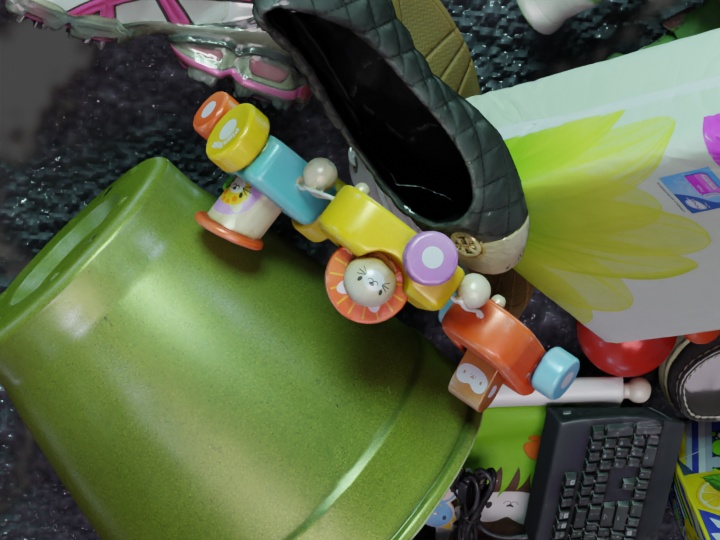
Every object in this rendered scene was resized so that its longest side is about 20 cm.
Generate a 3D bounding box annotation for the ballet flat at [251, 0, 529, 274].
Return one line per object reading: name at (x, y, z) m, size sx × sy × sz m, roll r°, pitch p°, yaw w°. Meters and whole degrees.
ballet flat at (0.009, -0.061, 0.753) m, size 0.066 × 0.057 × 0.200 m, roll -9°, pitch 135°, yaw 35°

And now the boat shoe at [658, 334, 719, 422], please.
boat shoe at (0.261, 0.043, 0.968) m, size 0.199 × 0.066 × 0.072 m, roll -14°, pitch 119°, yaw 0°

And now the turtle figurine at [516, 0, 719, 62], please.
turtle figurine at (0.178, -0.163, 0.835) m, size 0.193 × 0.201 × 0.144 m, roll -29°, pitch 145°, yaw 33°

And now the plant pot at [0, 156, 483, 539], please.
plant pot at (-0.076, 0.055, 0.879) m, size 0.200 × 0.201 × 0.193 m, roll -39°, pitch 105°, yaw 16°

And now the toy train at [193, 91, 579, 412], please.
toy train at (0.000, 0.000, 0.822) m, size 0.200 × 0.150 × 0.056 m, roll 35°, pitch 85°, yaw 20°

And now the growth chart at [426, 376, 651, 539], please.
growth chart at (0.100, 0.129, 1.015) m, size 0.144 × 0.018 × 0.201 m, roll -9°, pitch 130°, yaw 2°

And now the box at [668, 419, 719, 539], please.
box at (0.216, 0.157, 0.951) m, size 0.070 × 0.200 × 0.065 m, roll -13°, pitch 122°, yaw 1°

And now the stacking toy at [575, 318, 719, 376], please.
stacking toy at (0.201, -0.007, 0.934) m, size 0.199 × 0.086 × 0.086 m, roll -26°, pitch 120°, yaw 17°

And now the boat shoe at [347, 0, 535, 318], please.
boat shoe at (0.023, -0.055, 0.881) m, size 0.069 × 0.071 × 0.201 m, roll 5°, pitch 132°, yaw 37°

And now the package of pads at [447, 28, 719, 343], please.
package of pads at (0.155, -0.034, 0.822) m, size 0.199 × 0.069 × 0.154 m, roll -10°, pitch 145°, yaw 40°

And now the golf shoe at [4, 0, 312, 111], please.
golf shoe at (-0.099, -0.144, 0.820) m, size 0.199 × 0.073 × 0.093 m, roll 15°, pitch 108°, yaw -25°

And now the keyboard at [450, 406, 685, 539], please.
keyboard at (0.105, 0.152, 1.010) m, size 0.126 × 0.021 × 0.201 m, roll 0°, pitch 129°, yaw -6°
